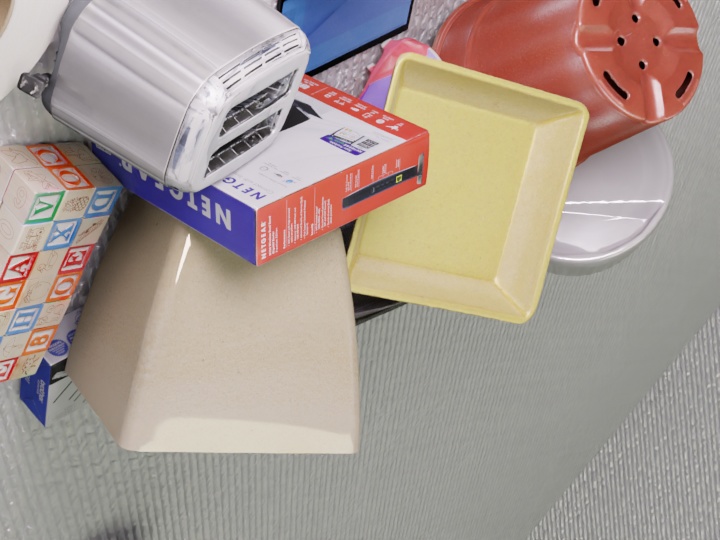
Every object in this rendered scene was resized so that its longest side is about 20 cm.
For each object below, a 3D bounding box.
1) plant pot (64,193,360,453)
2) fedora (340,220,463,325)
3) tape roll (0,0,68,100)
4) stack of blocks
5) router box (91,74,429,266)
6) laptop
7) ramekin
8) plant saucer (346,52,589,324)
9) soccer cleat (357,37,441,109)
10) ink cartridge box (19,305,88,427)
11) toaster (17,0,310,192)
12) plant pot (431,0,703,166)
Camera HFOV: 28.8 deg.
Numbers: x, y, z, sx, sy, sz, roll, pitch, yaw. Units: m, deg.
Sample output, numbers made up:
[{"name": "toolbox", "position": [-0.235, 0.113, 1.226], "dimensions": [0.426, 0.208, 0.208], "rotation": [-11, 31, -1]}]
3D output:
[{"name": "plant pot", "position": [-0.112, 0.031, 1.147], "dimensions": [0.199, 0.200, 0.178], "rotation": [5, 102, -26]}, {"name": "fedora", "position": [0.000, 0.000, 1.305], "dimensions": [0.176, 0.091, 0.200], "rotation": [-20, 176, -29]}, {"name": "tape roll", "position": [-0.267, -0.164, 0.859], "dimensions": [0.203, 0.037, 0.203], "rotation": [-38, 156, -20]}, {"name": "stack of blocks", "position": [-0.276, 0.000, 1.078], "dimensions": [0.115, 0.059, 0.200], "rotation": [-12, 139, -53]}, {"name": "router box", "position": [-0.078, -0.092, 1.084], "dimensions": [0.179, 0.200, 0.049], "rotation": [-28, 133, -38]}, {"name": "laptop", "position": [0.028, -0.224, 1.179], "dimensions": [0.177, 0.200, 0.104], "rotation": [-32, 114, -32]}, {"name": "ramekin", "position": [0.223, -0.086, 1.469], "dimensions": [0.202, 0.202, 0.094], "rotation": [-42, 161, -11]}, {"name": "plant saucer", "position": [0.081, -0.068, 1.198], "dimensions": [0.199, 0.048, 0.201], "rotation": [11, 96, -29]}, {"name": "soccer cleat", "position": [0.015, -0.130, 1.346], "dimensions": [0.067, 0.076, 0.200], "rotation": [-9, 136, -55]}, {"name": "ink cartridge box", "position": [-0.217, 0.059, 1.292], "dimensions": [0.200, 0.044, 0.094], "rotation": [-30, 153, -35]}, {"name": "toaster", "position": [-0.126, -0.137, 0.979], "dimensions": [0.200, 0.129, 0.114], "rotation": [-40, 160, -54]}, {"name": "plant pot", "position": [0.199, -0.190, 1.310], "dimensions": [0.200, 0.201, 0.195], "rotation": [-32, -171, -31]}]
